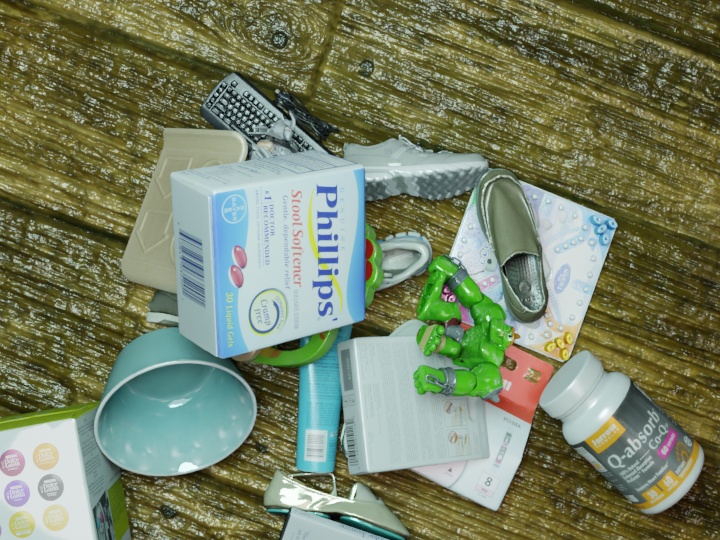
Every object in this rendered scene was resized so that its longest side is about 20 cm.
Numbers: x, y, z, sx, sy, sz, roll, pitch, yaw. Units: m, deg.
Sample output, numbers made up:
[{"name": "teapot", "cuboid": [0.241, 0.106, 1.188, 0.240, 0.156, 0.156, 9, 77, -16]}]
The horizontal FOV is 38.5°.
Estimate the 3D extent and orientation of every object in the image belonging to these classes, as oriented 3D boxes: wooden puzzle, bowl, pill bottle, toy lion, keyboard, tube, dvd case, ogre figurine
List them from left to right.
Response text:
[{"name": "bowl", "cuboid": [-0.234, 0.150, 1.279, 0.197, 0.106, 0.203, -10, 132, -12]}, {"name": "wooden puzzle", "cuboid": [-0.213, -0.072, 1.279, 0.046, 0.184, 0.204, 19, 84, -42]}, {"name": "keyboard", "cuboid": [-0.108, -0.183, 1.339, 0.199, 0.040, 0.105, 39, 89, -3]}, {"name": "toy lion", "cuboid": [-0.065, 0.020, 1.288, 0.188, 0.069, 0.204, 3, 81, 21]}, {"name": "tube", "cuboid": [-0.051, 0.158, 1.339, 0.076, 0.050, 0.204, 6, 88, -31]}, {"name": "dvd case", "cuboid": [-0.019, 0.395, 1.328, 0.197, 0.018, 0.145, 19, 113, -3]}, {"name": "ogre figurine", "cuboid": [0.128, 0.080, 1.277, 0.118, 0.201, 0.099, 26, 118, -18]}, {"name": "pill bottle", "cuboid": [0.332, 0.205, 1.320, 0.200, 0.116, 0.117, 42, 89, -2]}]

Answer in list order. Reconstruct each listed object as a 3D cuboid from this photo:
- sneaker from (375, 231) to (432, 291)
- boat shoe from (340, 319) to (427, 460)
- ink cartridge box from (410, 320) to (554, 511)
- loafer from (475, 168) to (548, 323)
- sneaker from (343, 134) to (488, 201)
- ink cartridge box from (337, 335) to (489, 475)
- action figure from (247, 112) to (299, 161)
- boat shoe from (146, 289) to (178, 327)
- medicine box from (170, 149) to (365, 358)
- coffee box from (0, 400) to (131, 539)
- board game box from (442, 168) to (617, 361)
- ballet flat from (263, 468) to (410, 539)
[{"name": "sneaker", "cuboid": [0.000, 0.000, 1.321, 0.197, 0.087, 0.076, -22, 94, 0]}, {"name": "boat shoe", "cuboid": [0.030, 0.156, 1.334, 0.075, 0.060, 0.201, 35, 71, -3]}, {"name": "ink cartridge box", "cuboid": [0.147, 0.187, 1.347, 0.160, 0.057, 0.203, 26, 94, -2]}, {"name": "loafer", "cuboid": [0.201, -0.033, 1.308, 0.074, 0.070, 0.204, -18, 91, -3]}, {"name": "sneaker", "cuboid": [0.068, -0.142, 1.326, 0.196, 0.075, 0.083, -2, 64, -5]}, {"name": "ink cartridge box", "cuboid": [0.068, 0.165, 1.297, 0.197, 0.047, 0.163, 1, 77, -36]}, {"name": "action figure", "cuboid": [-0.105, -0.091, 1.238, 0.068, 0.130, 0.204, 10, 85, 31]}, {"name": "boat shoe", "cuboid": [-0.199, 0.041, 1.272, 0.071, 0.200, 0.062, 15, 81, -40]}, {"name": "medicine box", "cuboid": [-0.099, -0.023, 1.139, 0.197, 0.102, 0.186, -13, 112, -34]}, {"name": "coffee box", "cuboid": [-0.403, 0.278, 1.248, 0.196, 0.200, 0.202, -10, 90, -2]}, {"name": "board game box", "cuboid": [0.218, -0.008, 1.357, 0.197, 0.026, 0.203, 21, 88, -2]}, {"name": "ballet flat", "cuboid": [-0.027, 0.300, 1.336, 0.196, 0.069, 0.071, 13, 90, -1]}]
